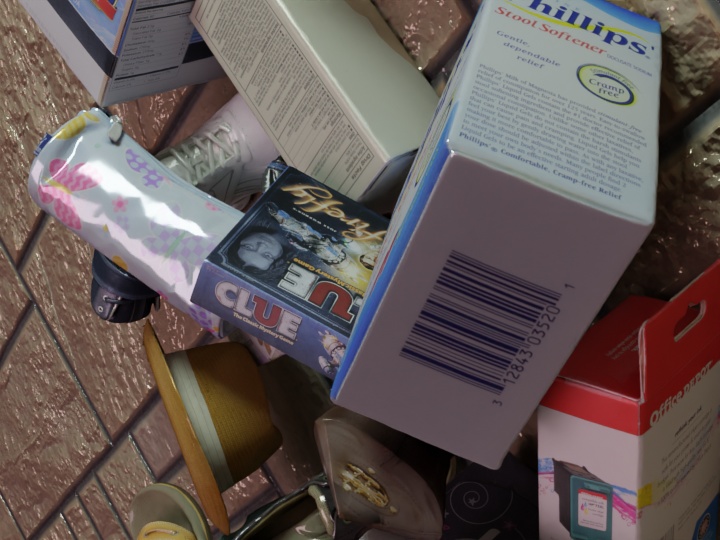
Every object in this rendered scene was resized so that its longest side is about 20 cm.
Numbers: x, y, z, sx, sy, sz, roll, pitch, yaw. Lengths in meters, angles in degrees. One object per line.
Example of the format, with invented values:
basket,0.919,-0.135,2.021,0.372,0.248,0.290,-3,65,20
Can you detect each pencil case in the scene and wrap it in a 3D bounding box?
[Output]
pencil case,-0.151,-0.037,0.865,0.199,0.091,0.083,35,173,12

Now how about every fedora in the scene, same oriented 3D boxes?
fedora,-0.116,0.117,0.955,0.201,0.081,0.202,159,90,-80

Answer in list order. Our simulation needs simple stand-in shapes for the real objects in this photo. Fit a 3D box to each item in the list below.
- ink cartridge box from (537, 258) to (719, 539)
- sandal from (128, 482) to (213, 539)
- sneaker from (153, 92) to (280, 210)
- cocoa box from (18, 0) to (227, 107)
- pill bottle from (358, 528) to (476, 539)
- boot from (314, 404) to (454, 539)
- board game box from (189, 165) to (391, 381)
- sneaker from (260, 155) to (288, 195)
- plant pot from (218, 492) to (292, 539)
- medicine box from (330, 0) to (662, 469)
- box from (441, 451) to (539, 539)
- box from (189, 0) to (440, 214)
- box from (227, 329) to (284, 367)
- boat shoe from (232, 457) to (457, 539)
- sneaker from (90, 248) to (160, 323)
ink cartridge box,0.159,0.095,0.672,0.067,0.116,0.202,14,119,37
sandal,-0.154,0.243,0.944,0.200,0.054,0.081,46,120,49
sneaker,-0.117,-0.084,0.924,0.200,0.099,0.078,-39,76,51
cocoa box,-0.185,-0.251,0.891,0.200,0.133,0.132,51,139,18
pill bottle,0.082,0.218,0.641,0.199,0.113,0.114,16,121,36
boot,-0.007,0.072,0.725,0.186,0.200,0.064,39,111,3
board game box,0.013,0.021,0.715,0.199,0.136,0.035,28,125,4
sneaker,0.000,0.000,0.869,0.201,0.075,0.077,55,169,9
plant pot,-0.031,0.305,0.967,0.196,0.199,0.201,50,140,32
medicine box,0.076,-0.033,0.626,0.102,0.201,0.183,21,130,-2
box,0.115,0.240,0.776,0.200,0.132,0.115,39,149,31
box,-0.027,-0.138,0.808,0.201,0.077,0.095,57,141,12
box,-0.068,0.049,0.933,0.039,0.041,0.200,63,161,2
boat shoe,-0.017,0.188,0.883,0.073,0.199,0.065,54,-178,36
sneaker,-0.181,0.005,1.053,0.202,0.076,0.147,44,127,40
